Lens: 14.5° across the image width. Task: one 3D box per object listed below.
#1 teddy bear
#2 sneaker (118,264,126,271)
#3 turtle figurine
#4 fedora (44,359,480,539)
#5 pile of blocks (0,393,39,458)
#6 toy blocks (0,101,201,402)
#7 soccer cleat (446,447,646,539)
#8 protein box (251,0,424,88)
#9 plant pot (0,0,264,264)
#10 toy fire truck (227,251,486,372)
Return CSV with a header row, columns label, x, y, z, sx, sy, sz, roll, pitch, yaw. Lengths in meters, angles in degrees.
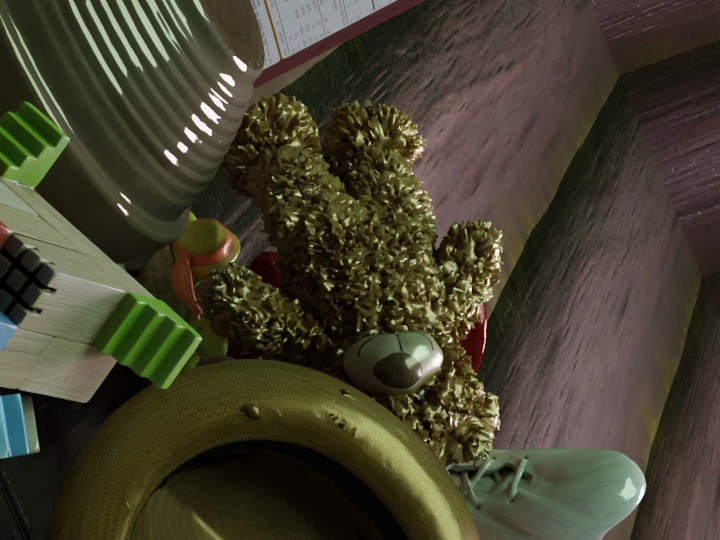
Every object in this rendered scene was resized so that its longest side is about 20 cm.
label,x,y,z,sx,sy,sz,roll,pitch,yaw
teddy bear,0.000,0.000,1.256,0.145,0.067,0.200,20,49,-18
sneaker,-0.142,0.004,1.235,0.100,0.075,0.200,68,15,-1
turtle figurine,-0.079,0.030,1.335,0.161,0.064,0.200,104,-34,-51
fedora,-0.045,0.137,1.177,0.201,0.201,0.082,69,-22,0
pile of blocks,-0.164,0.081,1.012,0.200,0.082,0.062,-4,85,-64
toy blocks,-0.172,-0.022,1.057,0.200,0.100,0.137,41,10,25
soccer cleat,0.030,0.105,1.270,0.078,0.200,0.069,65,31,-17
protein box,-0.057,-0.222,1.462,0.199,0.200,0.135,61,-5,19
plant pot,-0.105,-0.111,1.224,0.201,0.093,0.201,59,13,-22
toy fire truck,-0.009,0.085,1.408,0.200,0.112,0.168,139,-50,-64
